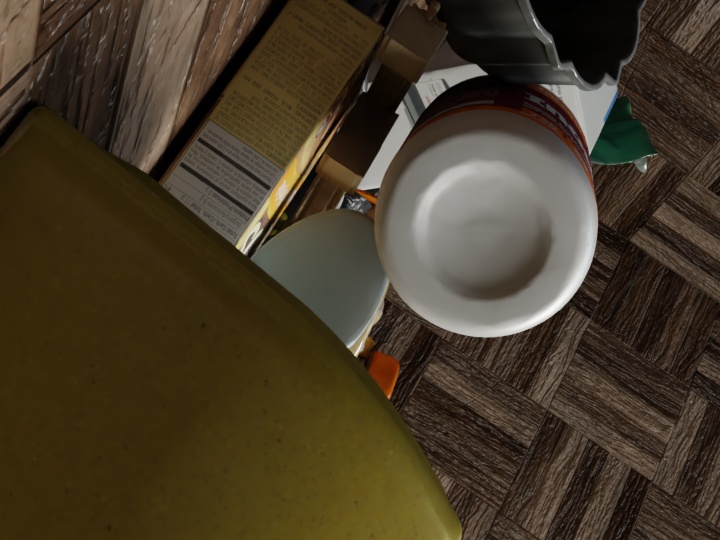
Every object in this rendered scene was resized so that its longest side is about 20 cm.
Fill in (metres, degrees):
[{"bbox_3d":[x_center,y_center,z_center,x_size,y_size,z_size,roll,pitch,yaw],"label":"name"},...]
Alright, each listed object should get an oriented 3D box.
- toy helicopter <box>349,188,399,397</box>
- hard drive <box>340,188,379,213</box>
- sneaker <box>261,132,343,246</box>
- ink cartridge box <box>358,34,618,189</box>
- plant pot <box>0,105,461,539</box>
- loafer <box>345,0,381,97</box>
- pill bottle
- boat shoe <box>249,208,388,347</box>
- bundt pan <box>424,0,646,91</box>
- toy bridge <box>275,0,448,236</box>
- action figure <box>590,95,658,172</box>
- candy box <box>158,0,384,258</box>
[{"bbox_3d":[0.000,0.000,0.777,0.200,0.078,0.134,-79,-168,-70],"label":"toy helicopter"},{"bbox_3d":[-0.031,-0.020,1.041,0.139,0.038,0.201,-38,167,-37],"label":"hard drive"},{"bbox_3d":[-0.072,-0.010,0.779,0.201,0.074,0.085,-58,-177,29],"label":"sneaker"},{"bbox_3d":[0.077,-0.131,0.902,0.145,0.197,0.085,-52,131,-57],"label":"ink cartridge box"},{"bbox_3d":[-0.073,0.087,0.472,0.196,0.199,0.196,-57,180,-2],"label":"plant pot"},{"bbox_3d":[-0.026,-0.097,0.819,0.201,0.063,0.072,-58,178,38],"label":"loafer"},{"bbox_3d":[0.074,-0.047,0.684,0.114,0.112,0.200,-57,-178,19],"label":"pill bottle"},{"bbox_3d":[-0.062,0.052,0.671,0.201,0.071,0.091,-50,-178,-10],"label":"boat shoe"},{"bbox_3d":[0.085,-0.194,0.656,0.075,0.204,0.203,-3,-144,33],"label":"bundt pan"},{"bbox_3d":[-0.001,-0.072,0.675,0.201,0.027,0.068,-56,-177,45],"label":"toy bridge"},{"bbox_3d":[0.122,-0.091,0.968,0.118,0.196,0.056,-96,179,-68],"label":"action figure"},{"bbox_3d":[-0.068,-0.045,0.657,0.202,0.055,0.116,-58,180,-16],"label":"candy box"}]
